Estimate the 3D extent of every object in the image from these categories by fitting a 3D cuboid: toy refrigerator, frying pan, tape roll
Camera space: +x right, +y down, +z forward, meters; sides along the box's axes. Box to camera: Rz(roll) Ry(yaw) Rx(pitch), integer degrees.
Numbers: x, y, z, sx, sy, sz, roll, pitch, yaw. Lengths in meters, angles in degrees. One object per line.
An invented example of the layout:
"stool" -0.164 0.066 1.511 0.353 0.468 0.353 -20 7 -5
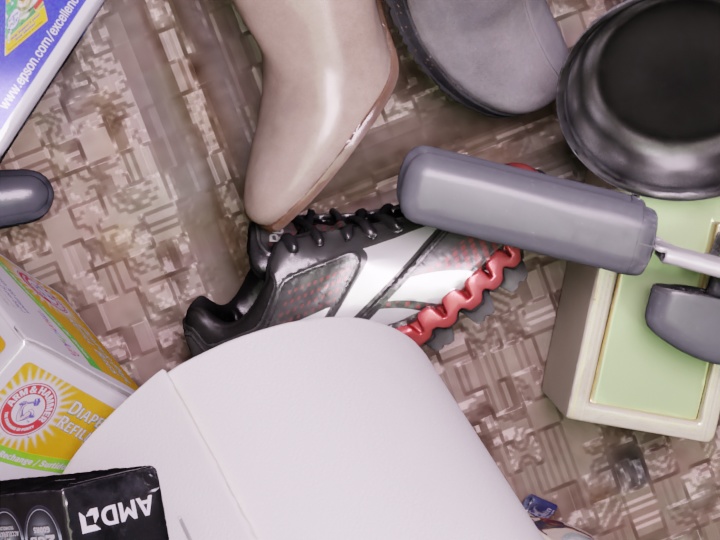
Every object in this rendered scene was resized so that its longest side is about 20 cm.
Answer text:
"toy refrigerator" 0.149 -0.025 0.905 0.075 0.070 0.201 11 98 -7
"frying pan" 0.176 -0.092 0.815 0.189 0.031 0.115 -20 126 21
"tape roll" -0.024 0.139 0.830 0.202 0.139 0.203 -21 144 -16

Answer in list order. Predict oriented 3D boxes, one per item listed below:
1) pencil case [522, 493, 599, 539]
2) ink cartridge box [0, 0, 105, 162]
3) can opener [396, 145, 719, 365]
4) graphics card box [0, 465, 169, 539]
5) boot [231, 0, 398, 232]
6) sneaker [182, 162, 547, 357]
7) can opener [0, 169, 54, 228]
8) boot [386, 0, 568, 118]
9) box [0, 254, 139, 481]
"pencil case" 0.053 0.210 0.930 0.089 0.078 0.200 34 94 -2
"ink cartridge box" -0.193 -0.179 0.826 0.200 0.047 0.198 33 75 -8
"can opener" 0.111 -0.007 0.845 0.199 0.053 0.067 18 98 -6
"graphics card box" -0.116 0.181 0.740 0.051 0.125 0.201 -8 89 -43
"boot" -0.040 -0.139 0.847 0.146 0.070 0.201 37 74 -31
"sneaker" 0.000 0.000 0.892 0.200 0.071 0.098 -35 103 2
"can opener" -0.241 -0.027 0.866 0.199 0.063 0.079 -2 99 -5
"boot" 0.069 -0.139 0.805 0.200 0.131 0.070 48 60 -37
"box" -0.204 0.093 0.849 0.200 0.112 0.101 -49 139 4
